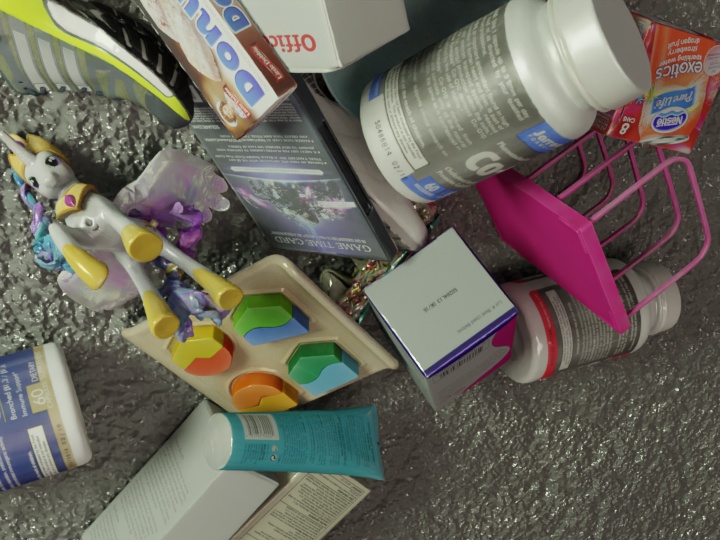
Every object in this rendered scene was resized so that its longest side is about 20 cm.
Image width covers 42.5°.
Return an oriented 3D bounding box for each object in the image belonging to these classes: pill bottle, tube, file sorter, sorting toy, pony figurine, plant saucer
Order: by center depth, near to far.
[{"bbox_3d":[0.108,-0.137,0.705,0.199,0.114,0.114,-22,138,35],"label":"pill bottle"},{"bbox_3d":[-0.182,-0.027,0.731,0.167,0.200,0.193,-51,144,1],"label":"pony figurine"},{"bbox_3d":[0.044,-0.218,0.774,0.200,0.039,0.202,-18,130,-22],"label":"plant saucer"},{"bbox_3d":[-0.339,0.140,0.781,0.199,0.111,0.111,-17,125,-17],"label":"pill bottle"},{"bbox_3d":[-0.092,0.078,0.857,0.199,0.037,0.185,-23,134,26],"label":"sorting toy"},{"bbox_3d":[0.213,-0.069,0.878,0.125,0.200,0.139,-36,129,-5],"label":"file sorter"},{"bbox_3d":[-0.054,0.165,0.895,0.199,0.078,0.050,9,159,-39],"label":"tube"},{"bbox_3d":[0.248,0.048,1.022,0.199,0.111,0.111,-13,124,-19],"label":"pill bottle"}]

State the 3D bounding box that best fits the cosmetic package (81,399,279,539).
[{"bbox_3d":[-0.184,0.242,0.930,0.200,0.101,0.071,-48,129,8],"label":"cosmetic package"}]

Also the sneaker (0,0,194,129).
[{"bbox_3d":[-0.215,-0.159,0.685,0.200,0.074,0.081,30,114,-21],"label":"sneaker"}]

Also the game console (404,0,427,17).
[{"bbox_3d":[0.032,-0.302,0.748,0.200,0.031,0.177,-43,128,4],"label":"game console"}]

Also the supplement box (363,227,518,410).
[{"bbox_3d":[0.081,0.054,0.891,0.101,0.104,0.200,-35,161,-5],"label":"supplement box"}]

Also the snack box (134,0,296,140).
[{"bbox_3d":[-0.125,-0.191,0.650,0.024,0.072,0.200,-40,96,-37],"label":"snack box"}]

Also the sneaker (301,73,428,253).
[{"bbox_3d":[-0.003,-0.093,0.812,0.200,0.076,0.081,43,71,-23],"label":"sneaker"}]

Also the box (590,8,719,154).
[{"bbox_3d":[0.203,-0.182,0.800,0.099,0.200,0.096,6,113,-30],"label":"box"}]

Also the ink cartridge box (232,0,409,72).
[{"bbox_3d":[-0.062,-0.246,0.633,0.084,0.145,0.201,-36,123,-36],"label":"ink cartridge box"}]

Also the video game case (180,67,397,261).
[{"bbox_3d":[-0.066,-0.086,0.770,0.019,0.142,0.200,-58,135,-28],"label":"video game case"}]

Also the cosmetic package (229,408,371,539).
[{"bbox_3d":[-0.101,0.257,0.989,0.200,0.087,0.103,-44,130,2],"label":"cosmetic package"}]

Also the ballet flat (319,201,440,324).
[{"bbox_3d":[0.000,0.000,0.906,0.064,0.076,0.200,35,96,-6],"label":"ballet flat"}]
